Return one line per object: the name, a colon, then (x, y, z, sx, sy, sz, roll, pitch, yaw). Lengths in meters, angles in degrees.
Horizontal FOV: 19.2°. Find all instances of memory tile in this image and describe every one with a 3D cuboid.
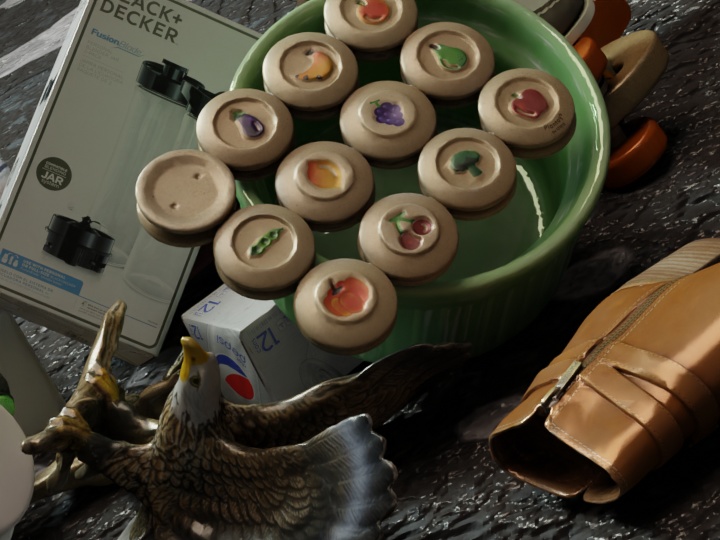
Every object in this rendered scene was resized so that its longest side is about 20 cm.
memory tile: (-0.001, -0.059, 1.054, 0.153, 0.017, 0.200, 34, 62, 19)

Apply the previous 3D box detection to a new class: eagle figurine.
eagle figurine: (-0.058, 0.089, 1.035, 0.198, 0.151, 0.153, 10, 77, 12)

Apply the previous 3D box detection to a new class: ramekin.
ramekin: (0.027, -0.047, 1.117, 0.198, 0.098, 0.201, 1, 57, -1)

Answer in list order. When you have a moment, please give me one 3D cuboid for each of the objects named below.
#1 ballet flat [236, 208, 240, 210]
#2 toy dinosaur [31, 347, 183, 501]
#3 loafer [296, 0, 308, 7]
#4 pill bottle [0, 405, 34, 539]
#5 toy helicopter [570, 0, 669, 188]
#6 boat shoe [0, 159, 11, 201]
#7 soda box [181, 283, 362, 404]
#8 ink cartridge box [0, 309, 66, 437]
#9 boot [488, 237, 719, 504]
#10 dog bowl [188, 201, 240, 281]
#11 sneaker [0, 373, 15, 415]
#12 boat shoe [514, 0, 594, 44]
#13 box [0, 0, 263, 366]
ballet flat: (0.000, -0.076, 1.302, 0.200, 0.068, 0.068, -43, 3, 7)
toy dinosaur: (-0.145, 0.103, 1.189, 0.199, 0.059, 0.101, -32, 5, -33)
loafer: (-0.008, -0.162, 1.346, 0.201, 0.071, 0.073, -63, -8, 29)
pill bottle: (-0.250, 0.129, 1.089, 0.199, 0.109, 0.109, -31, 13, 43)
toy helicopter: (0.104, -0.093, 1.292, 0.199, 0.079, 0.133, -27, 23, 38)
boat shoe: (-0.269, 0.008, 1.282, 0.200, 0.067, 0.074, -41, 7, 32)
soda box: (0.000, 0.000, 1.209, 0.200, 0.064, 0.068, -38, 25, -26)
ink cartridge box: (-0.291, 0.075, 1.363, 0.144, 0.084, 0.200, -34, 22, -15)
boot: (0.157, 0.041, 0.918, 0.154, 0.074, 0.200, -39, 11, -29)
dog bowl: (-0.128, -0.043, 1.350, 0.200, 0.074, 0.200, -42, -9, -8)
sneaker: (-0.263, 0.047, 1.182, 0.199, 0.076, 0.085, 13, 88, 44)
boat shoe: (0.039, -0.123, 1.227, 0.201, 0.061, 0.072, -28, 26, 4)
box: (-0.138, -0.060, 1.223, 0.201, 0.116, 0.060, -69, 11, -13)
